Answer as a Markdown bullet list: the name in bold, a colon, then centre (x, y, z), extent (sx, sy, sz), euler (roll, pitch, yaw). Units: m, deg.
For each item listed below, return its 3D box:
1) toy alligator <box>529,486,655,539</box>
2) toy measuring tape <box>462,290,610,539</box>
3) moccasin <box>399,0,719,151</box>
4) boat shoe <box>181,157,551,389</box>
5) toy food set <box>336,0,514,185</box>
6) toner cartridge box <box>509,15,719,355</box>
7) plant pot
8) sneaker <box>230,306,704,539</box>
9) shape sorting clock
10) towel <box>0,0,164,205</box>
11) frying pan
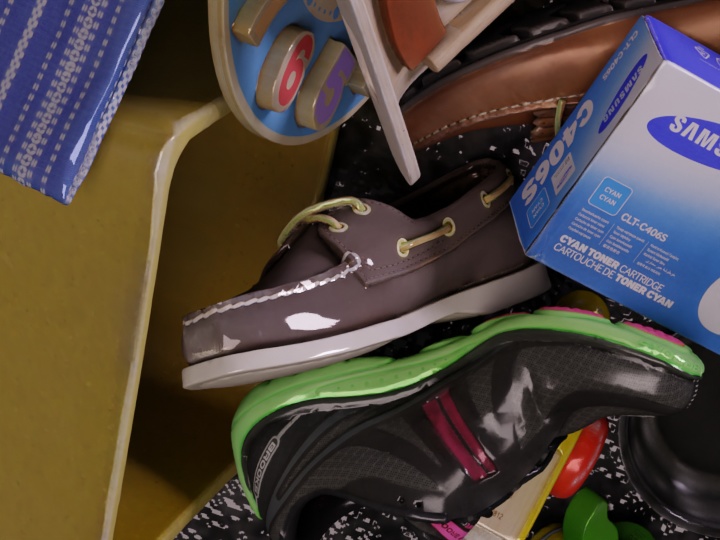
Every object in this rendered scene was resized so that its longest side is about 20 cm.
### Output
- **toy alligator**: centre (0.103, 0.177, 1.013), extent (0.054, 0.059, 0.201), euler (-15, 125, -32)
- **toy measuring tape**: centre (0.051, 0.098, 0.958), extent (0.073, 0.074, 0.201), euler (29, 85, -3)
- **moccasin**: centre (0.114, -0.074, 0.901), extent (0.200, 0.074, 0.078), euler (-13, 101, 4)
- **boat shoe**: centre (0.000, 0.000, 0.874), extent (0.072, 0.199, 0.060), euler (-11, 94, 43)
- **toy food set**: centre (0.071, -0.135, 0.806), extent (0.200, 0.144, 0.060), euler (-43, 62, -10)
- **toner cartridge box**: centre (0.166, -0.010, 0.878), extent (0.199, 0.043, 0.095), euler (26, 115, -19)
- **plant pot**: centre (-0.138, -0.019, 0.902), extent (0.199, 0.194, 0.197), euler (18, 114, 14)
- **sneaker**: centre (0.045, 0.068, 0.892), extent (0.199, 0.077, 0.084), euler (-17, 71, 25)
- **shape sorting clock**: centre (0.003, -0.141, 0.821), extent (0.039, 0.200, 0.202), euler (17, 115, 21)
- **towel**: centre (-0.150, -0.127, 0.787), extent (0.199, 0.024, 0.146), euler (27, 96, 26)
- **frying pan**: centre (0.134, 0.042, 0.944), extent (0.189, 0.031, 0.115), euler (32, 111, -17)
